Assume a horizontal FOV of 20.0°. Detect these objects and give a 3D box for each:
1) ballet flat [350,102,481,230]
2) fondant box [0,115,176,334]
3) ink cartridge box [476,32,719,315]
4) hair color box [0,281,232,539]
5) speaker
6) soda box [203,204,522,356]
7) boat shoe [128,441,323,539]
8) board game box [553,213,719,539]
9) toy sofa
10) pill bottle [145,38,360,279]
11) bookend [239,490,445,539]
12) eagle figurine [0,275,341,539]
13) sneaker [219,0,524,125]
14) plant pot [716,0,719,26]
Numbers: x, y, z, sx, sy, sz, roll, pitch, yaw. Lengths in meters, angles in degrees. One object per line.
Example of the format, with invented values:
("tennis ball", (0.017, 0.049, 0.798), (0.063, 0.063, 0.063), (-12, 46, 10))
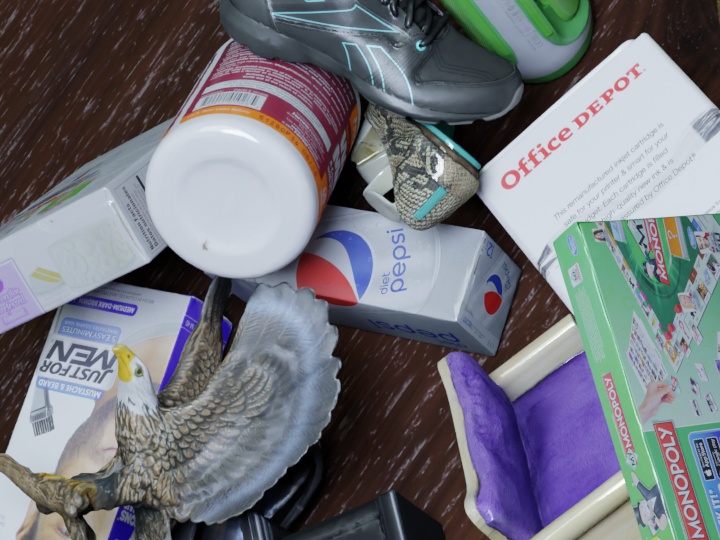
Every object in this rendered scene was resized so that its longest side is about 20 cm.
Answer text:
("ballet flat", (0.028, -0.075, 1.310), (0.075, 0.068, 0.200), (-49, 18, 12))
("fondant box", (-0.163, -0.041, 1.359), (0.143, 0.200, 0.059), (-24, 101, 30))
("ink cartridge box", (0.185, -0.021, 1.234), (0.145, 0.084, 0.201), (-40, 57, 6))
("hair color box", (-0.174, 0.111, 1.382), (0.108, 0.065, 0.202), (9, 75, 30))
("speaker", (0.082, -0.195, 1.296), (0.088, 0.200, 0.089), (-11, 63, 23))
("soda box", (0.000, 0.000, 1.335), (0.198, 0.068, 0.064), (11, 74, 31))
("boat shoe", (-0.095, 0.179, 1.297), (0.200, 0.070, 0.066), (-44, 17, -3))
("board game box", (0.190, 0.066, 1.086), (0.029, 0.133, 0.202), (-43, 56, 55))
("toy sofa", (0.111, 0.100, 1.158), (0.083, 0.098, 0.200), (-37, 21, 13))
("pill bottle", (-0.060, -0.089, 1.300), (0.109, 0.110, 0.201), (-15, 26, 21))
("bookend", (0.051, 0.211, 1.199), (0.198, 0.092, 0.200), (-23, 59, 16))
("eagle figurine", (-0.111, 0.093, 1.253), (0.199, 0.151, 0.152), (-33, 67, -24))
("sneaker", (0.009, -0.151, 1.248), (0.198, 0.080, 0.076), (21, 33, 5))
("plant pot", (0.282, -0.174, 1.182), (0.185, 0.200, 0.188), (-10, 64, 23))
